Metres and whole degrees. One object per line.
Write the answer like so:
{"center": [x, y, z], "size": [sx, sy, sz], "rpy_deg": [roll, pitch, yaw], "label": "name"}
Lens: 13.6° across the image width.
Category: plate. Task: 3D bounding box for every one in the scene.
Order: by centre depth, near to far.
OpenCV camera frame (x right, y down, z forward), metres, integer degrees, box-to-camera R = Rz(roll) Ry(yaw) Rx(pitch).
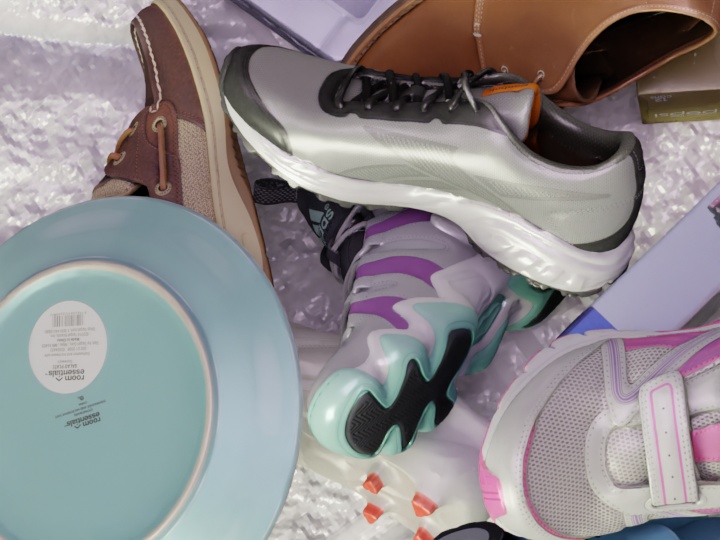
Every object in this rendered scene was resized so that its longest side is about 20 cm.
{"center": [-0.117, 0.064, 1.321], "size": [0.199, 0.026, 0.201], "rpy_deg": [-5, 80, 27], "label": "plate"}

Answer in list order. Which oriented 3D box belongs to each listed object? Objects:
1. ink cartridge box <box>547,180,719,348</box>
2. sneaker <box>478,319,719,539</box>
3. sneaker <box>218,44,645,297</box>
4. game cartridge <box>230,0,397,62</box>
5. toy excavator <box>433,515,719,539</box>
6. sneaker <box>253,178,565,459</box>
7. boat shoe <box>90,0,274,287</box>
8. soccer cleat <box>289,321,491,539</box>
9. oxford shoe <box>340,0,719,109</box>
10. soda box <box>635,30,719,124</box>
{"center": [0.132, 0.016, 1.331], "size": [0.042, 0.119, 0.200], "rpy_deg": [42, 73, 7], "label": "ink cartridge box"}
{"center": [0.143, 0.059, 1.225], "size": [0.199, 0.088, 0.082], "rpy_deg": [-20, 106, -20], "label": "sneaker"}
{"center": [0.034, -0.063, 1.330], "size": [0.199, 0.080, 0.074], "rpy_deg": [20, 38, 5], "label": "sneaker"}
{"center": [-0.027, -0.186, 1.453], "size": [0.200, 0.041, 0.133], "rpy_deg": [37, 89, 11], "label": "game cartridge"}
{"center": [0.149, 0.124, 1.287], "size": [0.200, 0.194, 0.100], "rpy_deg": [-34, 108, -27], "label": "toy excavator"}
{"center": [0.000, 0.000, 1.365], "size": [0.140, 0.200, 0.078], "rpy_deg": [32, 129, 19], "label": "sneaker"}
{"center": [-0.090, -0.042, 1.389], "size": [0.072, 0.072, 0.201], "rpy_deg": [-13, 58, -5], "label": "boat shoe"}
{"center": [-0.017, 0.056, 1.398], "size": [0.199, 0.069, 0.078], "rpy_deg": [30, 57, 17], "label": "soccer cleat"}
{"center": [0.073, -0.099, 1.356], "size": [0.199, 0.071, 0.072], "rpy_deg": [-22, 54, 28], "label": "oxford shoe"}
{"center": [0.158, -0.174, 1.413], "size": [0.067, 0.064, 0.201], "rpy_deg": [-3, 79, 8], "label": "soda box"}
